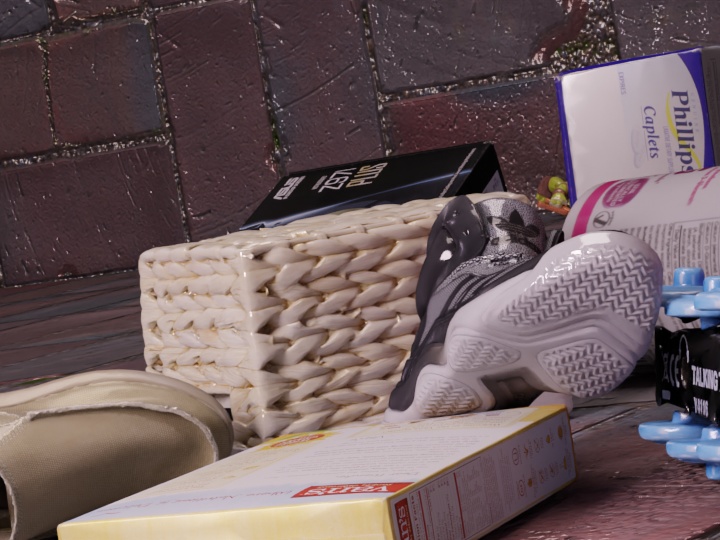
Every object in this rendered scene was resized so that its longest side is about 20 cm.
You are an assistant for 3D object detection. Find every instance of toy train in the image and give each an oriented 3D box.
[{"bbox_3d":[0.181,0.042,1.032,0.113,0.087,0.200,-1,0,-6],"label":"toy train"}]

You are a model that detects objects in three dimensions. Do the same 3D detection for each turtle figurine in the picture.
[{"bbox_3d":[0.304,-0.112,3.444,0.199,0.065,0.161,-11,4,-23],"label":"turtle figurine"}]

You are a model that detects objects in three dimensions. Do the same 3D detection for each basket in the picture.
[{"bbox_3d":[-0.006,0.033,1.316,0.199,0.124,0.135,-10,4,-32],"label":"basket"}]

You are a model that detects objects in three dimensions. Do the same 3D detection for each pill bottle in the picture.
[{"bbox_3d":[0.219,-0.003,1.392,0.199,0.114,0.113,-6,5,41],"label":"pill bottle"}]

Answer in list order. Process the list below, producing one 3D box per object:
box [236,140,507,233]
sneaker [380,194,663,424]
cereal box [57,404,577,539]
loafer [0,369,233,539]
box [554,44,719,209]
[{"bbox_3d":[0.000,0.000,1.678,0.163,0.087,0.200,-8,23,25],"label":"box"},{"bbox_3d":[0.070,0.006,1.106,0.075,0.114,0.200,20,-34,-17],"label":"sneaker"},{"bbox_3d":[-0.011,0.094,1.013,0.143,0.040,0.200,-7,4,26],"label":"cereal box"},{"bbox_3d":[-0.156,0.096,1.175,0.199,0.076,0.068,-4,33,-11],"label":"loafer"},{"bbox_3d":[0.210,-0.059,1.757,0.104,0.185,0.200,-7,3,13],"label":"box"}]
